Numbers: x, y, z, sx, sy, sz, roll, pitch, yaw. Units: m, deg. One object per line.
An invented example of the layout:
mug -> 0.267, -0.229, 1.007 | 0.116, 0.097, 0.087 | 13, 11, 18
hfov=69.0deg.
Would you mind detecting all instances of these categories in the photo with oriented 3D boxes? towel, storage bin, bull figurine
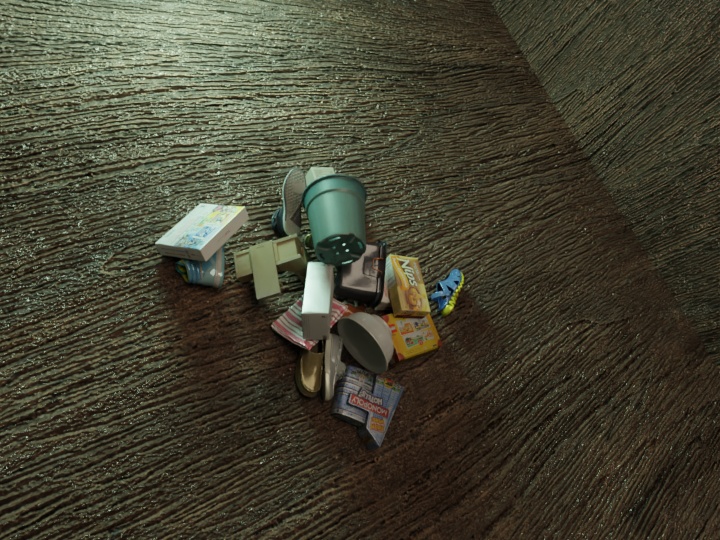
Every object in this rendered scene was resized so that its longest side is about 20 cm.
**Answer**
towel -> -0.146, 0.134, 1.532 | 0.144, 0.030, 0.200 | 25, 49, 25
storage bin -> 0.000, 0.000, 1.599 | 0.131, 0.146, 0.205 | 10, 69, -13
bull figurine -> -0.030, 0.130, 1.640 | 0.197, 0.065, 0.124 | 24, 52, -22

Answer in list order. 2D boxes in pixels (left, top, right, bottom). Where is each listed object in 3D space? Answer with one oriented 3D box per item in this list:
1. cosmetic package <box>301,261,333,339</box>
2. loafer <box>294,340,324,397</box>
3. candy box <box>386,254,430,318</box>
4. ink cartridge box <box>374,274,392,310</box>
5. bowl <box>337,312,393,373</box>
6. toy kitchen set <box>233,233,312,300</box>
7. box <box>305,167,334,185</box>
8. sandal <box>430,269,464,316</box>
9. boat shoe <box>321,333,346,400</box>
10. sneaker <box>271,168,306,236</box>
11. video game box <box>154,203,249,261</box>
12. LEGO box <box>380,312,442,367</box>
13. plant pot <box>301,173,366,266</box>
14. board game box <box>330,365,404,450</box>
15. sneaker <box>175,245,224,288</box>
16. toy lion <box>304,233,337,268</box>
cosmetic package -> -0.119, 0.085, 1.487 | 0.079, 0.115, 0.202 | 3, 42, 1
loafer -> -0.142, 0.257, 1.496 | 0.075, 0.067, 0.204 | 10, 59, -25
candy box -> 0.149, 0.052, 1.709 | 0.113, 0.055, 0.204 | 7, 57, -29
ink cartridge box -> 0.096, 0.065, 1.751 | 0.196, 0.067, 0.119 | 1, 64, -33
bowl -> 0.031, 0.196, 1.547 | 0.090, 0.201, 0.202 | -39, 88, -30
toy kitchen set -> -0.244, 0.028, 1.554 | 0.196, 0.181, 0.166 | -16, 65, 5
box -> -0.116, -0.243, 1.775 | 0.093, 0.078, 0.204 | -6, 68, -33
sandal -> 0.312, 0.065, 1.886 | 0.086, 0.080, 0.202 | 35, 50, -7
boat shoe -> -0.075, 0.278, 1.521 | 0.070, 0.070, 0.205 | 8, 57, -11
sneaker -> -0.226, -0.207, 1.631 | 0.075, 0.146, 0.207 | 8, 87, -24
video game box -> -0.434, -0.110, 1.447 | 0.201, 0.179, 0.047 | -54, 137, -39
LEGO box -> 0.151, 0.210, 1.702 | 0.197, 0.077, 0.152 | -10, 70, -36
plant pot -> -0.067, -0.135, 1.510 | 0.196, 0.201, 0.199 | 12, 51, -26
board game box -> 0.019, 0.402, 1.526 | 0.197, 0.062, 0.203 | 27, 53, -18
sneaker -> -0.448, -0.049, 1.463 | 0.128, 0.080, 0.203 | 4, 55, -22
toy lion -> -0.074, -0.127, 1.682 | 0.199, 0.068, 0.194 | 36, 83, -18
